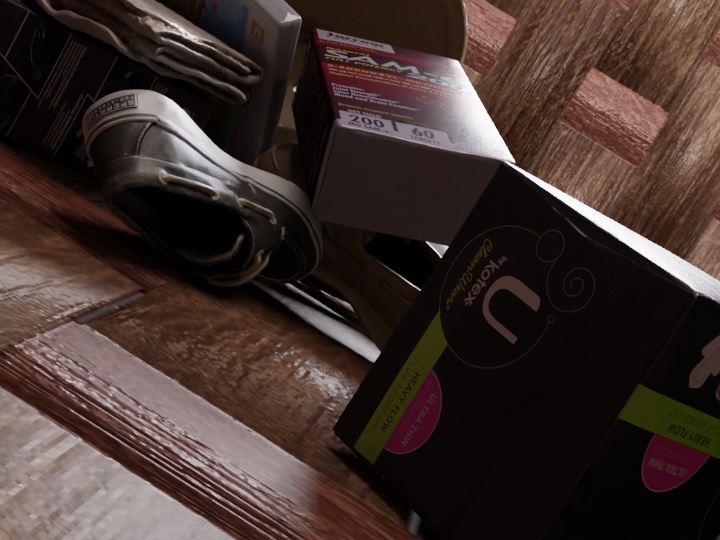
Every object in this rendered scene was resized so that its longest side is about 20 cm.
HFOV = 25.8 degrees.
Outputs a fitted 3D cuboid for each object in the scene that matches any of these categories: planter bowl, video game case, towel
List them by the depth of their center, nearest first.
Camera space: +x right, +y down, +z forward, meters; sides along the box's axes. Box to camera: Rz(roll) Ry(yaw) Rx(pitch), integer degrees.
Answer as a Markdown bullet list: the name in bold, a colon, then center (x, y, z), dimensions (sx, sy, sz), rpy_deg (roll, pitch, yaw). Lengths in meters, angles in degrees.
- **towel**: center (-0.160, -0.163, 0.945), dimensions (0.199, 0.035, 0.132), rpy_deg (35, 8, 27)
- **video game case**: center (-0.123, -0.154, 1.050), dimensions (0.022, 0.183, 0.200), rpy_deg (-27, 60, -34)
- **planter bowl**: center (-0.036, -0.155, 1.150), dimensions (0.199, 0.201, 0.135), rpy_deg (31, -26, -1)

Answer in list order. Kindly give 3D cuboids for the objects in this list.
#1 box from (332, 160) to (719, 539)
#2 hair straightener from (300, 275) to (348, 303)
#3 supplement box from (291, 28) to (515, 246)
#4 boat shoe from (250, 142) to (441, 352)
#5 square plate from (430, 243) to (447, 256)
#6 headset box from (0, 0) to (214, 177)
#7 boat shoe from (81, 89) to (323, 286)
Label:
- **box**: center (0.118, 0.066, 0.714), dimensions (0.199, 0.149, 0.124), rpy_deg (22, 13, -48)
- **hair straightener**: center (0.000, 0.000, 1.036), dimensions (0.199, 0.041, 0.077), rpy_deg (20, 40, -24)
- **supplement box**: center (0.020, -0.085, 0.964), dimensions (0.108, 0.061, 0.200), rpy_deg (11, 22, -12)
- **boat shoe**: center (0.006, -0.019, 0.959), dimensions (0.072, 0.065, 0.200), rpy_deg (-14, 52, -40)
- **square plate**: center (0.000, -0.083, 1.352), dimensions (0.200, 0.028, 0.199), rpy_deg (37, -13, 43)
- **headset box**: center (-0.197, -0.126, 0.974), dimensions (0.199, 0.078, 0.149), rpy_deg (26, 10, -41)
- **boat shoe**: center (-0.082, -0.024, 0.861), dimensions (0.200, 0.070, 0.064), rpy_deg (34, 35, -52)
